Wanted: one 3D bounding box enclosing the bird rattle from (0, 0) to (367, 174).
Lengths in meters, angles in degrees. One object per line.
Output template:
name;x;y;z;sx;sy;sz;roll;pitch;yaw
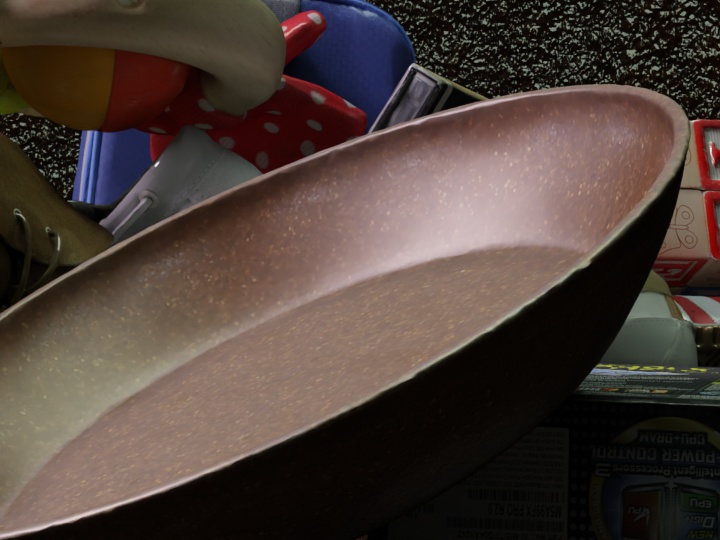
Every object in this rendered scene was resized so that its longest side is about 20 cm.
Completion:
bird rattle;-0.089;-0.067;0.777;0.198;0.114;0.163;15;-10;-14

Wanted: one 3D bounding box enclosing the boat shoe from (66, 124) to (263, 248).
boat shoe;-0.096;0.004;0.801;0.200;0.069;0.072;-24;23;55

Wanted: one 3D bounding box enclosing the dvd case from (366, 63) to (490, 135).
dvd case;0.000;0.000;0.804;0.016;0.149;0.200;34;7;9

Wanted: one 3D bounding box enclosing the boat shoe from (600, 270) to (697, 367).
boat shoe;0.012;0.022;0.687;0.199;0.069;0.075;8;-35;-27

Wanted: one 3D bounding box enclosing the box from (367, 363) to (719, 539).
box;0.116;0.049;0.550;0.198;0.045;0.160;1;0;15

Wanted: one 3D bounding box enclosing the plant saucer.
plant saucer;-0.018;0.019;0.487;0.199;0.037;0.201;-22;16;7

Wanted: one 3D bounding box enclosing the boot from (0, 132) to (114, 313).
boot;-0.112;-0.012;0.651;0.075;0.074;0.200;28;5;-1

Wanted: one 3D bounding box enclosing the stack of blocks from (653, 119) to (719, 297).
stack of blocks;0.107;0.004;0.946;0.114;0.059;0.200;1;-21;-14

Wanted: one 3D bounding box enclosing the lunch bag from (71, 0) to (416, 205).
lunch bag;-0.050;-0.036;0.953;0.135;0.202;0.132;6;1;-10

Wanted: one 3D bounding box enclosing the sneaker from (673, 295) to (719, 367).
sneaker;0.111;0.033;0.832;0.198;0.072;0.112;9;7;18
